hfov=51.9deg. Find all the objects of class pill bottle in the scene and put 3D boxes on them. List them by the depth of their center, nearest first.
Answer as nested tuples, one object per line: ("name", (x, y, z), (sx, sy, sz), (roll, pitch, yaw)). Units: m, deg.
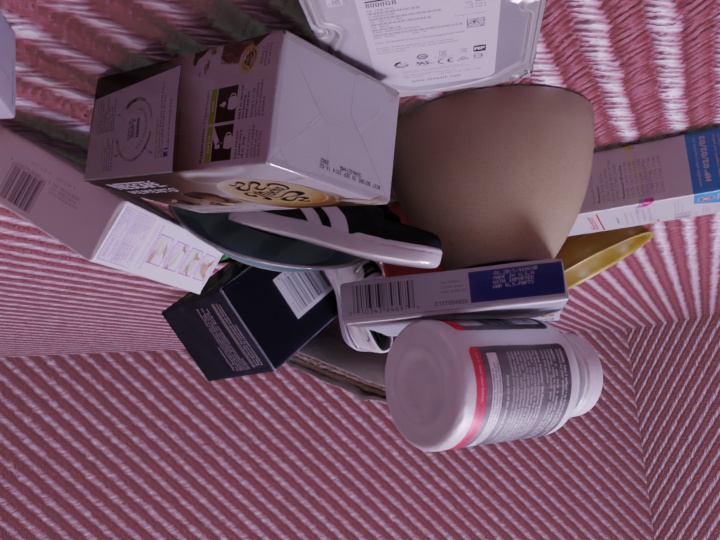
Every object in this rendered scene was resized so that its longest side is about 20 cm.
("pill bottle", (0.129, 0.100, 0.680), (0.198, 0.112, 0.110), (2, 168, -35))

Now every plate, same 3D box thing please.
("plate", (-0.088, -0.040, 0.719), (0.197, 0.026, 0.201), (14, -156, -6))

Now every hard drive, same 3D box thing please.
("hard drive", (0.038, -0.158, 0.431), (0.138, 0.038, 0.200), (-6, 169, 7))

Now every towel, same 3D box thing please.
("towel", (0.010, 0.113, 0.946), (0.198, 0.035, 0.132), (19, -154, 26))

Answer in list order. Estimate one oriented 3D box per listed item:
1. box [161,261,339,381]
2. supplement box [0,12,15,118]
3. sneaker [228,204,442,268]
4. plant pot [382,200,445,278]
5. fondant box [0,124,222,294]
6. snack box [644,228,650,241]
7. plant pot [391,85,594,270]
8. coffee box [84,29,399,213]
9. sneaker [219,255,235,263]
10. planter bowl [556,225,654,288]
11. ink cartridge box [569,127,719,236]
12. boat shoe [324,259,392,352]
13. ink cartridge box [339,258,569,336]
("box", (-0.116, 0.032, 0.940), (0.196, 0.118, 0.199), (-40, -167, -34))
("supplement box", (-0.301, -0.126, 0.391), (0.197, 0.062, 0.109), (-4, 169, -10))
("sneaker", (-0.017, -0.074, 0.619), (0.198, 0.113, 0.073), (14, 180, 23))
("plant pot", (0.129, -0.009, 0.902), (0.175, 0.203, 0.200), (-15, 168, 11))
("fondant box", (-0.229, -0.048, 0.675), (0.143, 0.059, 0.200), (30, 179, 16))
("snack box", (0.367, -0.053, 1.184), (0.198, 0.025, 0.072), (1, 167, -28))
("plant pot", (0.123, -0.067, 0.691), (0.197, 0.137, 0.200), (-3, 170, -1))
("coffee box", (-0.086, -0.091, 0.507), (0.198, 0.081, 0.112), (2, 173, 40))
("sneaker", (-0.163, -0.048, 0.885), (0.084, 0.079, 0.199), (-7, -179, -25))
("planter bowl", (0.288, -0.035, 1.009), (0.198, 0.084, 0.201), (-24, 165, -7))
("ink cartridge box", (0.298, -0.091, 0.819), (0.197, 0.069, 0.115), (-9, 169, 22))
("boat shoe", (0.000, 0.000, 0.849), (0.073, 0.202, 0.066), (-29, -158, -31))
("ink cartridge box", (0.097, 0.031, 0.718), (0.197, 0.041, 0.200), (-7, 170, 12))
